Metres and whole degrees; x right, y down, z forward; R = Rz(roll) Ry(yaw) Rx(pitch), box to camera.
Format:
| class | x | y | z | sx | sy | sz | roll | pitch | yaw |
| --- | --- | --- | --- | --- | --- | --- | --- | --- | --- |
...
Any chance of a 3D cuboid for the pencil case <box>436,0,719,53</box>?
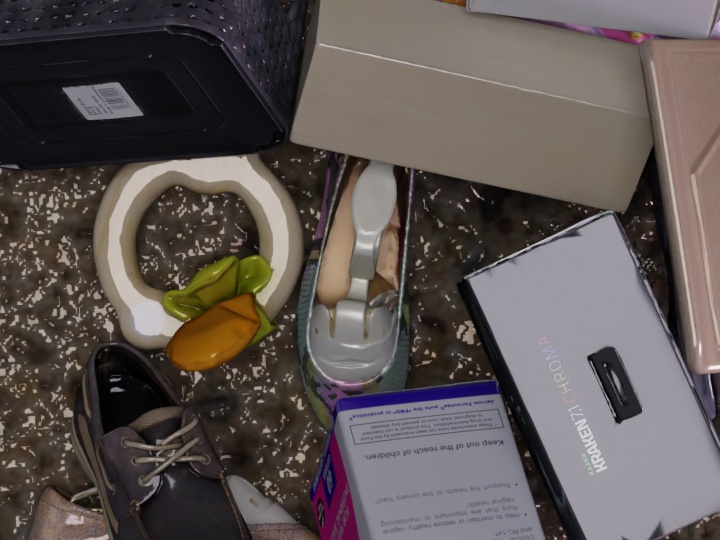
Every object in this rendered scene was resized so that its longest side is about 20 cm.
| class | x | y | z | sx | sy | sz | roll | pitch | yaw |
| --- | --- | --- | --- | --- | --- | --- | --- | --- | --- |
| pencil case | 0.139 | -0.154 | 1.710 | 0.199 | 0.087 | 0.088 | 7 | 88 | 1 |

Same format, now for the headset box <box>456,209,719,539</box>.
| class | x | y | z | sx | sy | sz | roll | pitch | yaw |
| --- | --- | --- | --- | --- | --- | --- | --- | --- | --- |
| headset box | 0.130 | 0.065 | 1.643 | 0.092 | 0.200 | 0.175 | -24 | 87 | 0 |

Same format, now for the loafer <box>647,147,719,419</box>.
| class | x | y | z | sx | sy | sz | roll | pitch | yaw |
| --- | --- | --- | --- | --- | --- | --- | --- | --- | --- |
| loafer | 0.206 | -0.013 | 1.705 | 0.063 | 0.072 | 0.201 | -8 | 101 | 0 |

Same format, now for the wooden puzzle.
| class | x | y | z | sx | sy | sz | roll | pitch | yaw |
| --- | --- | --- | --- | --- | --- | --- | --- | --- | --- |
| wooden puzzle | 0.234 | -0.038 | 1.649 | 0.199 | 0.037 | 0.186 | -2 | 81 | -39 |

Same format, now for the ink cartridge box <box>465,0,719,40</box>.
| class | x | y | z | sx | sy | sz | roll | pitch | yaw |
| --- | --- | --- | --- | --- | --- | --- | --- | --- | --- |
| ink cartridge box | 0.138 | -0.237 | 1.664 | 0.144 | 0.084 | 0.201 | 7 | 55 | 1 |

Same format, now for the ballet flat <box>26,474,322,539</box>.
| class | x | y | z | sx | sy | sz | roll | pitch | yaw |
| --- | --- | --- | --- | --- | --- | --- | --- | --- | --- |
| ballet flat | -0.097 | 0.151 | 1.714 | 0.199 | 0.068 | 0.068 | 3 | 82 | 0 |

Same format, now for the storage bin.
| class | x | y | z | sx | sy | sz | roll | pitch | yaw |
| --- | --- | --- | --- | --- | --- | --- | --- | --- | --- |
| storage bin | -0.143 | -0.132 | 1.651 | 0.199 | 0.135 | 0.094 | -3 | 61 | 22 |

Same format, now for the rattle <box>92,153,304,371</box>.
| class | x | y | z | sx | sy | sz | roll | pitch | yaw |
| --- | --- | --- | --- | --- | --- | --- | --- | --- | --- |
| rattle | -0.103 | -0.050 | 1.686 | 0.130 | 0.143 | 0.201 | 4 | 95 | 20 |

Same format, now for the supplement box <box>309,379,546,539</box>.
| class | x | y | z | sx | sy | sz | roll | pitch | yaw |
| --- | --- | --- | --- | --- | --- | --- | --- | --- | --- |
| supplement box | 0.047 | 0.175 | 1.636 | 0.103 | 0.101 | 0.201 | -6 | 55 | -17 |

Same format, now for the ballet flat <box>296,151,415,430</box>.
| class | x | y | z | sx | sy | sz | roll | pitch | yaw |
| --- | --- | --- | --- | --- | --- | --- | --- | --- | --- |
| ballet flat | 0.000 | 0.000 | 1.712 | 0.069 | 0.071 | 0.201 | 6 | 89 | -1 |

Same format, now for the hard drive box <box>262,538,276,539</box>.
| class | x | y | z | sx | sy | sz | roll | pitch | yaw |
| --- | --- | --- | --- | --- | --- | --- | --- | --- | --- |
| hard drive box | -0.102 | 0.269 | 1.671 | 0.155 | 0.077 | 0.201 | -11 | 111 | 1 |

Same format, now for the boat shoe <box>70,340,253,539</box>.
| class | x | y | z | sx | sy | sz | roll | pitch | yaw |
| --- | --- | --- | --- | --- | --- | --- | --- | --- | --- |
| boat shoe | -0.118 | 0.112 | 1.655 | 0.074 | 0.200 | 0.074 | -20 | 130 | -20 |

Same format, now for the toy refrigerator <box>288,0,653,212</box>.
| class | x | y | z | sx | sy | sz | roll | pitch | yaw |
| --- | --- | --- | --- | --- | --- | --- | --- | --- | --- |
| toy refrigerator | 0.065 | -0.101 | 1.665 | 0.199 | 0.070 | 0.076 | 11 | 133 | -7 |
